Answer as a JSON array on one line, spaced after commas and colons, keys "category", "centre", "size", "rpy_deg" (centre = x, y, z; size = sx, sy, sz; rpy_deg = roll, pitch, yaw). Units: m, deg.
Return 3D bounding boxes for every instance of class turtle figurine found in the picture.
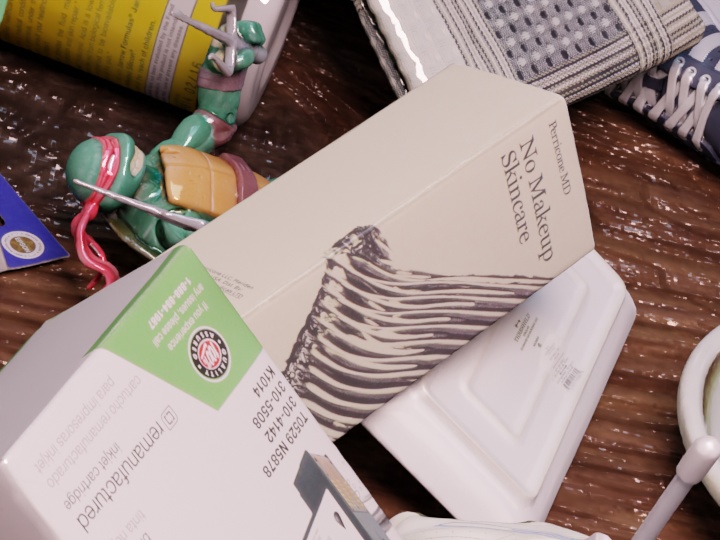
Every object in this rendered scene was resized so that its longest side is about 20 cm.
[{"category": "turtle figurine", "centre": [-0.054, -0.036, 1.178], "size": [0.200, 0.101, 0.150], "rpy_deg": [18, 51, -33]}]

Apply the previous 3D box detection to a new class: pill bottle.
[{"category": "pill bottle", "centre": [-0.129, -0.152, 1.281], "size": [0.200, 0.111, 0.111], "rpy_deg": [20, 36, 1]}]

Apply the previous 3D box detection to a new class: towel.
[{"category": "towel", "centre": [0.062, -0.171, 1.292], "size": [0.192, 0.035, 0.200], "rpy_deg": [-24, 86, -35]}]

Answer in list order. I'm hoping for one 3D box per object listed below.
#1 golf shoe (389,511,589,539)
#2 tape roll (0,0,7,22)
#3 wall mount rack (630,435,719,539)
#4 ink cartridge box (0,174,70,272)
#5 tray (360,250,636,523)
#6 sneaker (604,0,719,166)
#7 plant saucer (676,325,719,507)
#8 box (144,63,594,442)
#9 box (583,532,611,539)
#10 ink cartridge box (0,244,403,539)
[{"category": "golf shoe", "centre": [0.099, 0.129, 1.065], "size": [0.200, 0.078, 0.097], "rpy_deg": [13, 23, -19]}, {"category": "tape roll", "centre": [-0.217, -0.166, 1.135], "size": [0.048, 0.201, 0.200], "rpy_deg": [-5, 27, 26]}, {"category": "wall mount rack", "centre": [0.150, 0.140, 0.989], "size": [0.200, 0.174, 0.075], "rpy_deg": [6, 11, -19]}, {"category": "ink cartridge box", "centre": [-0.226, -0.026, 1.138], "size": [0.200, 0.037, 0.095], "rpy_deg": [-12, 46, -39]}, {"category": "tray", "centre": [0.066, 0.032, 1.167], "size": [0.107, 0.022, 0.200], "rpy_deg": [46, 38, -13]}, {"category": "sneaker", "centre": [0.156, -0.099, 1.382], "size": [0.108, 0.070, 0.200], "rpy_deg": [4, 32, -29]}, {"category": "plant saucer", "centre": [0.226, 0.097, 1.182], "size": [0.200, 0.050, 0.200], "rpy_deg": [13, 37, -10]}, {"category": "box", "centre": [0.000, 0.000, 1.089], "size": [0.200, 0.082, 0.068], "rpy_deg": [-36, 37, -29]}, {"category": "box", "centre": [0.097, 0.199, 0.867], "size": [0.200, 0.112, 0.101], "rpy_deg": [43, 30, -24]}, {"category": "ink cartridge box", "centre": [-0.055, 0.117, 0.909], "size": [0.200, 0.084, 0.146], "rpy_deg": [53, 35, -13]}]
